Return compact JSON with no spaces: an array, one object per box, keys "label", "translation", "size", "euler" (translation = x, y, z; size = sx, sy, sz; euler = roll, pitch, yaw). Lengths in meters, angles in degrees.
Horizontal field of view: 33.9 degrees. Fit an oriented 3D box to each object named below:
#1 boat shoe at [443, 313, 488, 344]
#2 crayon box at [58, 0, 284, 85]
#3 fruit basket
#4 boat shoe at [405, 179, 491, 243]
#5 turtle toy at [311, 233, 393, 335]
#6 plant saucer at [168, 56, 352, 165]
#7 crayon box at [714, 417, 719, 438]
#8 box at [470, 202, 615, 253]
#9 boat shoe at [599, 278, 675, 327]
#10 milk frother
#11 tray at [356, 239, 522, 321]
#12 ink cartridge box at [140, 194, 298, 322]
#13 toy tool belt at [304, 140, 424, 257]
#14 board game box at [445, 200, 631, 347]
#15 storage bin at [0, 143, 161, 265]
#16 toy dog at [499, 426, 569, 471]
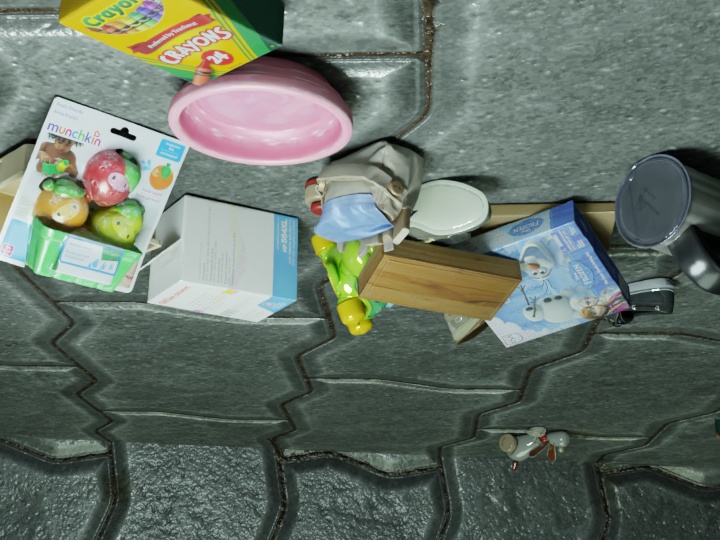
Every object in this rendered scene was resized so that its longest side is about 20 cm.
[{"label":"boat shoe","translation":[0.207,0.042,1.874],"size":[0.072,0.065,0.200],"euler":[-10,155,-47]},{"label":"crayon box","translation":[-0.183,-0.241,1.074],"size":[0.126,0.051,0.199],"euler":[-15,155,42]},{"label":"fruit basket","translation":[-0.308,-0.080,1.377],"size":[0.184,0.201,0.094],"euler":[18,-163,-40]},{"label":"boat shoe","translation":[0.087,-0.072,1.541],"size":[0.200,0.073,0.060],"euler":[-3,164,34]},{"label":"turtle toy","translation":[0.000,0.000,1.675],"size":[0.100,0.147,0.200],"euler":[-22,165,1]},{"label":"plant saucer","translation":[-0.106,-0.174,1.274],"size":[0.198,0.051,0.201],"euler":[1,161,1]},{"label":"crayon box","translation":[0.981,0.381,2.861],"size":[0.199,0.051,0.126],"euler":[-16,155,41]},{"label":"box","translation":[0.252,-0.056,1.654],"size":[0.198,0.022,0.164],"euler":[0,161,8]},{"label":"boat shoe","translation":[0.428,0.061,1.939],"size":[0.068,0.057,0.199],"euler":[15,157,-37]},{"label":"milk frother","translation":[0.451,-0.082,1.426],"size":[0.187,0.181,0.201],"euler":[14,115,-35]},{"label":"tray","translation":[0.105,0.013,1.575],"size":[0.198,0.037,0.099],"euler":[9,141,-19]},{"label":"ink cartridge box","translation":[-0.202,-0.016,1.639],"size":[0.198,0.127,0.128],"euler":[12,159,-29]},{"label":"toy tool belt","translation":[-0.005,-0.073,1.455],"size":[0.124,0.124,0.199],"euler":[15,158,-36]},{"label":"board game box","translation":[0.246,0.011,1.640],"size":[0.197,0.044,0.200],"euler":[-20,133,26]},{"label":"storage bin","translation":[-0.392,-0.075,1.528],"size":[0.197,0.095,0.199],"euler":[17,157,-40]},{"label":"toy dog","translation":[0.464,0.487,3.175],"size":[0.131,0.097,0.200],"euler":[11,160,-28]}]
